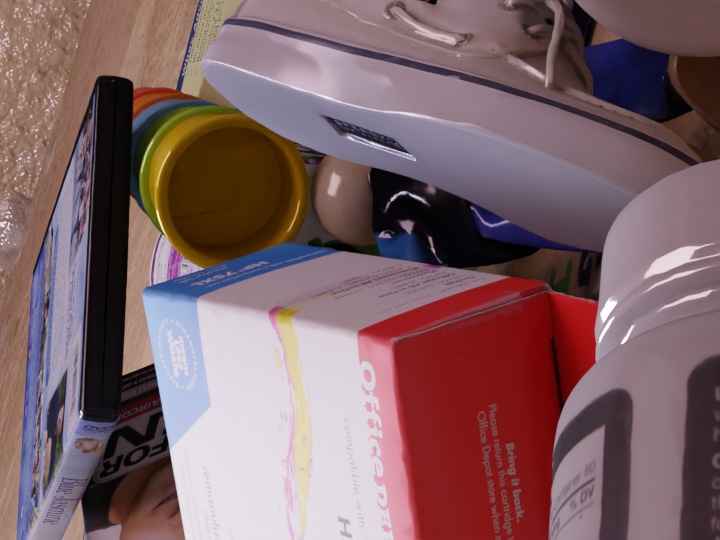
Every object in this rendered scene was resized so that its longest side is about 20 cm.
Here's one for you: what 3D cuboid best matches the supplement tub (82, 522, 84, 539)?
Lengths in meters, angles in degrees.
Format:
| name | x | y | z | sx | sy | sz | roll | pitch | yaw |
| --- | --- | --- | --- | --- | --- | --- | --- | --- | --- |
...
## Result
| name | x | y | z | sx | sy | sz | roll | pitch | yaw |
| --- | --- | --- | --- | --- | --- | --- | --- | --- | --- |
| supplement tub | -0.067 | 0.152 | 1.169 | 0.200 | 0.122 | 0.123 | -95 | 25 | -56 |

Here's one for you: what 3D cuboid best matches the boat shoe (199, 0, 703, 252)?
| name | x | y | z | sx | sy | sz | roll | pitch | yaw |
| --- | --- | --- | --- | --- | --- | --- | --- | --- | --- |
| boat shoe | 0.042 | -0.069 | 0.834 | 0.201 | 0.075 | 0.086 | 20 | 74 | 42 |

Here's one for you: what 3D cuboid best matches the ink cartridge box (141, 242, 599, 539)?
| name | x | y | z | sx | sy | sz | roll | pitch | yaw |
| --- | --- | --- | --- | --- | --- | --- | --- | --- | --- |
| ink cartridge box | 0.011 | 0.062 | 0.855 | 0.200 | 0.067 | 0.117 | 9 | 112 | 56 |

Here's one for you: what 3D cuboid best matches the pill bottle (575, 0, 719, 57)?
| name | x | y | z | sx | sy | sz | roll | pitch | yaw |
| --- | --- | --- | --- | --- | --- | --- | --- | --- | --- |
| pill bottle | 0.098 | -0.155 | 0.861 | 0.200 | 0.111 | 0.113 | -103 | 32 | -65 |

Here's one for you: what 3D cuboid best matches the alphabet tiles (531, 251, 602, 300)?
| name | x | y | z | sx | sy | sz | roll | pitch | yaw |
| --- | --- | --- | --- | --- | --- | --- | --- | --- | --- |
| alphabet tiles | 0.064 | 0.083 | 0.956 | 0.167 | 0.008 | 0.201 | 133 | 150 | -62 |

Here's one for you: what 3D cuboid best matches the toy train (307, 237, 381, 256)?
| name | x | y | z | sx | sy | sz | roll | pitch | yaw |
| --- | --- | --- | --- | --- | --- | --- | --- | --- | --- |
| toy train | 0.000 | 0.000 | 1.055 | 0.042 | 0.056 | 0.200 | 65 | -163 | 1 |

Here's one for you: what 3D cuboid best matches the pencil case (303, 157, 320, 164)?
| name | x | y | z | sx | sy | sz | roll | pitch | yaw |
| --- | --- | --- | --- | --- | --- | --- | --- | --- | --- |
| pencil case | -0.004 | -0.146 | 1.319 | 0.088 | 0.087 | 0.201 | 123 | 156 | -51 |

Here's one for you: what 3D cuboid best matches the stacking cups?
| name | x | y | z | sx | sy | sz | roll | pitch | yaw |
| --- | --- | --- | --- | --- | --- | --- | --- | --- | --- |
| stacking cups | -0.071 | -0.049 | 1.045 | 0.200 | 0.060 | 0.061 | -138 | 65 | -71 |

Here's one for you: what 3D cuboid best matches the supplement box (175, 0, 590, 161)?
| name | x | y | z | sx | sy | sz | roll | pitch | yaw |
| --- | --- | --- | --- | --- | --- | --- | --- | --- | --- |
| supplement box | 0.016 | -0.146 | 1.132 | 0.200 | 0.133 | 0.201 | -167 | 92 | -77 |

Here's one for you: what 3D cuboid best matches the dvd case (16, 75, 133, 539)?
| name | x | y | z | sx | sy | sz | roll | pitch | yaw |
| --- | --- | --- | --- | --- | --- | --- | --- | --- | --- |
| dvd case | -0.119 | 0.027 | 1.064 | 0.200 | 0.017 | 0.144 | 121 | 152 | -63 |

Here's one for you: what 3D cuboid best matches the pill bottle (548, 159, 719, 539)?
| name | x | y | z | sx | sy | sz | roll | pitch | yaw |
| --- | --- | --- | --- | --- | --- | --- | --- | --- | --- |
| pill bottle | 0.098 | 0.080 | 0.592 | 0.113 | 0.112 | 0.201 | 125 | 157 | -54 |

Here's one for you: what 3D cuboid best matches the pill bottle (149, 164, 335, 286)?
| name | x | y | z | sx | sy | sz | roll | pitch | yaw |
| --- | --- | --- | --- | --- | --- | --- | --- | --- | --- |
| pill bottle | -0.043 | 0.005 | 1.260 | 0.200 | 0.112 | 0.113 | -172 | 98 | -77 |

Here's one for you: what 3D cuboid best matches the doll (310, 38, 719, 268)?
| name | x | y | z | sx | sy | sz | roll | pitch | yaw |
| --- | --- | --- | --- | --- | --- | --- | --- | --- | --- |
| doll | 0.048 | -0.033 | 0.905 | 0.199 | 0.048 | 0.137 | -4 | 69 | 51 |

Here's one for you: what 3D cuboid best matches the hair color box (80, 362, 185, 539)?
| name | x | y | z | sx | sy | sz | roll | pitch | yaw |
| --- | --- | --- | --- | --- | --- | --- | --- | --- | --- |
| hair color box | -0.057 | 0.109 | 1.053 | 0.200 | 0.098 | 0.061 | -107 | -7 | -57 |
